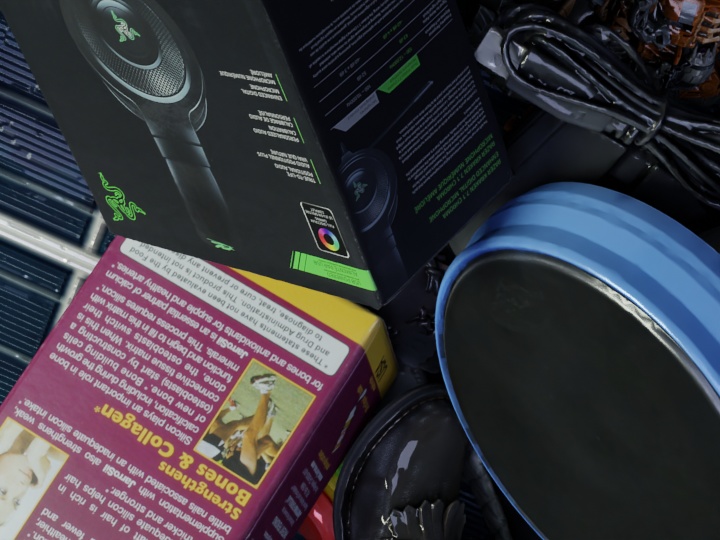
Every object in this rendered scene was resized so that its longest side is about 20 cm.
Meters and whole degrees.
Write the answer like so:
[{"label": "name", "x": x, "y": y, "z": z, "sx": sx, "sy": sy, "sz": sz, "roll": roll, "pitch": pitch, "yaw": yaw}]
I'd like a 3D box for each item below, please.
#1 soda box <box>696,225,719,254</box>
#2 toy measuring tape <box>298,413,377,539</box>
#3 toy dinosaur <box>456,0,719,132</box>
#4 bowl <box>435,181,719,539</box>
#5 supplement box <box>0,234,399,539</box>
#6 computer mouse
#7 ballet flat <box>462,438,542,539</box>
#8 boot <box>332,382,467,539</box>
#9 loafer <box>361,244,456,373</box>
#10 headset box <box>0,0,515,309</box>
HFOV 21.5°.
[{"label": "soda box", "x": 0.145, "y": 0.026, "z": 0.820, "sx": 0.068, "sy": 0.200, "sz": 0.064, "roll": -41, "pitch": 95, "yaw": -21}, {"label": "toy measuring tape", "x": 0.015, "y": 0.136, "z": 0.953, "sx": 0.074, "sy": 0.074, "sz": 0.200, "roll": -28, "pitch": 103, "yaw": 19}, {"label": "toy dinosaur", "x": 0.100, "y": -0.098, "z": 0.833, "sx": 0.136, "sy": 0.102, "sz": 0.200, "roll": 29, "pitch": 112, "yaw": -18}, {"label": "bowl", "x": 0.108, "y": 0.061, "z": 0.774, "sx": 0.201, "sy": 0.039, "sz": 0.201, "roll": 38, "pitch": 147, "yaw": 30}, {"label": "supplement box", "x": -0.089, "y": 0.085, "z": 0.869, "sx": 0.131, "sy": 0.103, "sz": 0.200, "roll": 31, "pitch": 78, "yaw": 13}, {"label": "computer mouse", "x": 0.085, "y": -0.029, "z": 0.814, "sx": 0.138, "sy": 0.053, "sz": 0.200, "roll": 28, "pitch": 157, "yaw": -5}, {"label": "ballet flat", "x": 0.102, "y": 0.151, "z": 0.955, "sx": 0.066, "sy": 0.057, "sz": 0.200, "roll": -27, "pitch": 106, "yaw": 20}, {"label": "boot", "x": 0.056, "y": 0.168, "z": 0.854, "sx": 0.069, "sy": 0.174, "sz": 0.200, "roll": 4, "pitch": 104, "yaw": -40}, {"label": "loafer", "x": 0.000, "y": 0.000, "z": 0.904, "sx": 0.200, "sy": 0.063, "sz": 0.072, "roll": 35, "pitch": 114, "yaw": -6}, {"label": "headset box", "x": -0.051, "y": -0.092, "z": 0.757, "sx": 0.174, "sy": 0.093, "sz": 0.200, "roll": 15, "pitch": 139, "yaw": 42}]
